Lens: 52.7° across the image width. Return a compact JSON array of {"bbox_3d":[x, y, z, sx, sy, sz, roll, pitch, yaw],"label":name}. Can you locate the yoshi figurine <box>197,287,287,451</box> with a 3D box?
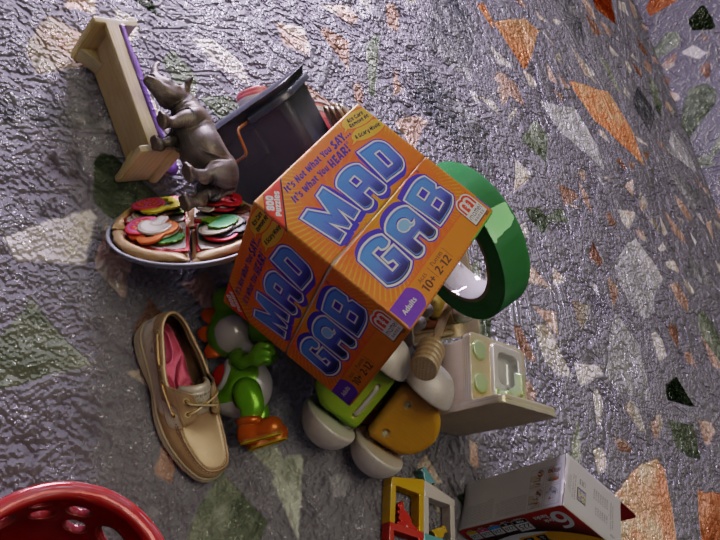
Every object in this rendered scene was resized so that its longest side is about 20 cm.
[{"bbox_3d":[-0.127,0.111,0.907,0.111,0.111,0.204,6,60,-51],"label":"yoshi figurine"}]

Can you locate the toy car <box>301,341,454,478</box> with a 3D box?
[{"bbox_3d":[0.018,0.164,0.996,0.198,0.176,0.150,35,11,-24],"label":"toy car"}]

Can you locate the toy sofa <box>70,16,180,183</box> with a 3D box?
[{"bbox_3d":[-0.294,-0.223,0.953,0.096,0.082,0.204,-11,75,-47],"label":"toy sofa"}]

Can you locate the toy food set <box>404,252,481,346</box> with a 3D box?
[{"bbox_3d":[0.113,0.030,1.073,0.198,0.059,0.147,0,79,-54],"label":"toy food set"}]

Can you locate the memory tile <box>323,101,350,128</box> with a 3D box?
[{"bbox_3d":[0.008,-0.132,0.973,0.203,0.017,0.153,62,-4,-15],"label":"memory tile"}]

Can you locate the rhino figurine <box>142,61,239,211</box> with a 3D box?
[{"bbox_3d":[-0.213,-0.172,0.896,0.086,0.060,0.203,-14,73,-46],"label":"rhino figurine"}]

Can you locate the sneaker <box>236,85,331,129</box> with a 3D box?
[{"bbox_3d":[-0.111,-0.225,1.163,0.197,0.073,0.089,7,75,-38],"label":"sneaker"}]

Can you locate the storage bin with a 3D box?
[{"bbox_3d":[-0.129,-0.162,0.996,0.135,0.197,0.146,54,27,-17],"label":"storage bin"}]

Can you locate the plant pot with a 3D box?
[{"bbox_3d":[-0.271,0.291,0.589,0.198,0.181,0.204,23,52,-33],"label":"plant pot"}]

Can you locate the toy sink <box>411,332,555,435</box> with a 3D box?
[{"bbox_3d":[0.175,0.169,1.089,0.129,0.198,0.115,19,61,-35],"label":"toy sink"}]

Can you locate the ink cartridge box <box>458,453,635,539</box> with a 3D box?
[{"bbox_3d":[0.277,0.374,1.073,0.175,0.199,0.085,39,45,-18],"label":"ink cartridge box"}]

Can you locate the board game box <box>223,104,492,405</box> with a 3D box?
[{"bbox_3d":[-0.008,-0.015,0.834,0.198,0.201,0.201,37,53,4],"label":"board game box"}]

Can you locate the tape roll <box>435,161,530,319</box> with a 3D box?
[{"bbox_3d":[0.128,-0.037,0.928,0.048,0.200,0.203,-30,89,-24],"label":"tape roll"}]

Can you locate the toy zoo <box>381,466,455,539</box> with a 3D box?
[{"bbox_3d":[0.082,0.376,1.015,0.130,0.020,0.204,27,49,-31],"label":"toy zoo"}]

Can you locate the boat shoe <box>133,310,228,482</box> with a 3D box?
[{"bbox_3d":[-0.200,0.142,0.836,0.073,0.069,0.203,-19,80,-48],"label":"boat shoe"}]

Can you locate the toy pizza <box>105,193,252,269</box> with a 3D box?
[{"bbox_3d":[-0.208,-0.060,0.881,0.199,0.197,0.032,-34,135,-49],"label":"toy pizza"}]

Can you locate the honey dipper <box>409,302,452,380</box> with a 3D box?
[{"bbox_3d":[0.109,0.075,0.973,0.038,0.038,0.201,50,32,-9],"label":"honey dipper"}]
